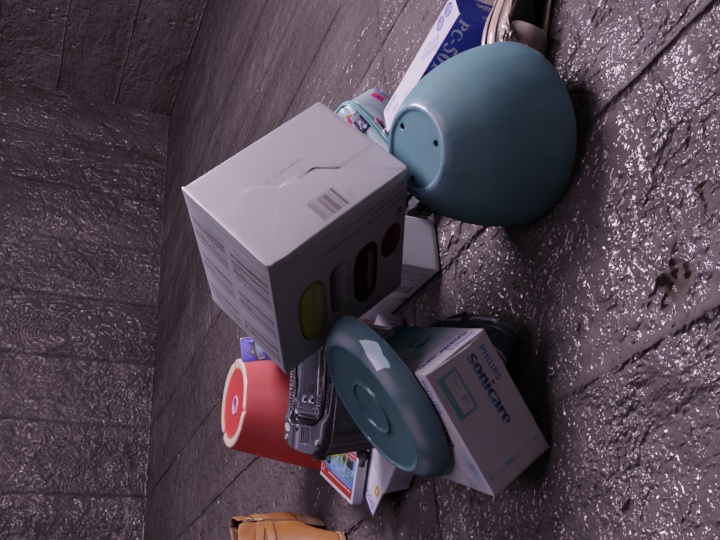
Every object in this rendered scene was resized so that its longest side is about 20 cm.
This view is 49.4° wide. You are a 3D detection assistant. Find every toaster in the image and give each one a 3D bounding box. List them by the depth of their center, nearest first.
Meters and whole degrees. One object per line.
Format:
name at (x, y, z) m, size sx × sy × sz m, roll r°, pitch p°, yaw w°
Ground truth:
toaster at (-0.017, 0.138, 0.996) m, size 0.113 × 0.128 × 0.202 m, roll -10°, pitch 76°, yaw 56°

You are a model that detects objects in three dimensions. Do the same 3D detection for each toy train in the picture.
toy train at (0.062, -0.068, 1.121) m, size 0.200 × 0.045 × 0.034 m, roll -44°, pitch 46°, yaw 53°

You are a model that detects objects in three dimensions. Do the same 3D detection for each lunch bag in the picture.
lunch bag at (0.013, -0.153, 1.149) m, size 0.161 × 0.077 × 0.200 m, roll 51°, pitch 143°, yaw 10°

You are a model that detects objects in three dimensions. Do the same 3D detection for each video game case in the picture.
video game case at (-0.016, 0.218, 1.136) m, size 0.143 × 0.017 × 0.202 m, roll -169°, pitch 88°, yaw -69°

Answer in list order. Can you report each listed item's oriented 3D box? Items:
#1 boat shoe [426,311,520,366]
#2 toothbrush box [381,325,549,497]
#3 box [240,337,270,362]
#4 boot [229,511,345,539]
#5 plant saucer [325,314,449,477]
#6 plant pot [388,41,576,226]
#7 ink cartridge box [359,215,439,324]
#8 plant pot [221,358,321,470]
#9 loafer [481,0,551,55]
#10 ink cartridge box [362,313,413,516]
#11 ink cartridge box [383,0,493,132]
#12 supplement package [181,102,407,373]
boat shoe at (0.117, 0.082, 0.914) m, size 0.068 × 0.072 × 0.200 m, roll -49°, pitch 11°, yaw -18°
toothbrush box at (0.087, 0.143, 0.846) m, size 0.147 × 0.085 × 0.200 m, roll 60°, pitch 157°, yaw -11°
box at (-0.097, 0.113, 1.202) m, size 0.200 × 0.118 × 0.042 m, roll -2°, pitch -94°, yaw -71°
boot at (-0.112, 0.422, 1.204) m, size 0.200 × 0.154 × 0.077 m, roll -155°, pitch 76°, yaw -66°
plant saucer at (0.019, 0.140, 0.834) m, size 0.200 × 0.027 × 0.201 m, roll 45°, pitch 154°, yaw 29°
plant pot at (0.109, -0.137, 0.838) m, size 0.200 × 0.134 × 0.202 m, roll 26°, pitch 123°, yaw 50°
ink cartridge box at (0.000, 0.000, 1.112) m, size 0.200 × 0.143 × 0.085 m, roll 132°, pitch 141°, yaw -52°
plant pot at (-0.125, 0.225, 1.284) m, size 0.200 × 0.176 × 0.203 m, roll -172°, pitch 90°, yaw -67°
loafer at (0.185, -0.282, 0.890) m, size 0.063 × 0.071 × 0.202 m, roll -8°, pitch 71°, yaw 58°
ink cartridge box at (0.037, 0.197, 1.088) m, size 0.197 × 0.043 × 0.201 m, roll -115°, pitch 37°, yaw -53°
ink cartridge box at (0.114, -0.250, 1.005) m, size 0.200 × 0.093 × 0.045 m, roll 125°, pitch 146°, yaw -46°
supplement package at (-0.064, -0.034, 0.869) m, size 0.147 × 0.191 × 0.201 m, roll 41°, pitch 153°, yaw 27°
